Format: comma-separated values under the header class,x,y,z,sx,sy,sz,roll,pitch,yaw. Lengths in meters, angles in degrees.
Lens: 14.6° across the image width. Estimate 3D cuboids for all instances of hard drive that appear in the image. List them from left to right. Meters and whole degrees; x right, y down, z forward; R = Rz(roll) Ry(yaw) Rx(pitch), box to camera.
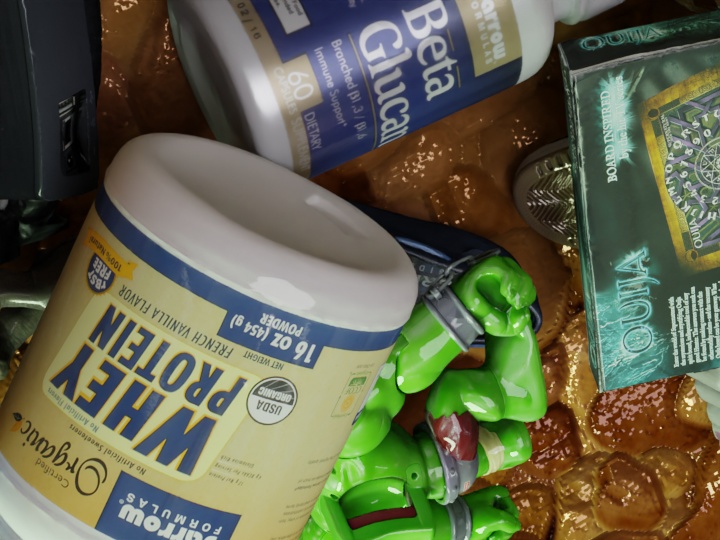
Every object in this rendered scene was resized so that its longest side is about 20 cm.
class,x,y,z,sx,sy,sz,roll,pitch,yaw
hard drive,-0.188,-0.122,1.215,0.134,0.042,0.201,2,116,19

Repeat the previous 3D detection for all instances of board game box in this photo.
class,x,y,z,sx,sy,sz,roll,pitch,yaw
board game box,0.169,-0.035,1.348,0.135,0.028,0.201,-11,129,-3

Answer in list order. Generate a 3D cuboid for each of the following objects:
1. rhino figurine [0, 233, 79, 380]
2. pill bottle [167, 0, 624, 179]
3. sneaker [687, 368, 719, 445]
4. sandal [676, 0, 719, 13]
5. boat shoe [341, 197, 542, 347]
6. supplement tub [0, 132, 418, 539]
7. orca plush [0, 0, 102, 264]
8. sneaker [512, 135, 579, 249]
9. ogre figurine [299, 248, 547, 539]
class,x,y,z,sx,sy,sz,roll,pitch,yaw
rhino figurine,-0.103,0.072,1.331,0.087,0.060,0.200,-36,96,-17
pill bottle,0.021,-0.123,1.304,0.199,0.111,0.111,-25,119,-12
sneaker,0.222,0.051,1.489,0.088,0.080,0.200,-39,120,-13
sandal,0.164,-0.167,1.374,0.212,0.070,0.078,47,67,-7
boat shoe,0.000,0.000,1.372,0.199,0.069,0.084,-1,112,-23
supplement tub,-0.077,0.058,1.217,0.144,0.144,0.201,17,108,-28
orca plush,-0.154,-0.092,1.265,0.105,0.071,0.201,2,110,-24
sneaker,0.177,-0.074,1.427,0.199,0.109,0.070,-12,123,15
ogre figurine,0.025,0.081,1.341,0.120,0.098,0.200,-22,162,-20
